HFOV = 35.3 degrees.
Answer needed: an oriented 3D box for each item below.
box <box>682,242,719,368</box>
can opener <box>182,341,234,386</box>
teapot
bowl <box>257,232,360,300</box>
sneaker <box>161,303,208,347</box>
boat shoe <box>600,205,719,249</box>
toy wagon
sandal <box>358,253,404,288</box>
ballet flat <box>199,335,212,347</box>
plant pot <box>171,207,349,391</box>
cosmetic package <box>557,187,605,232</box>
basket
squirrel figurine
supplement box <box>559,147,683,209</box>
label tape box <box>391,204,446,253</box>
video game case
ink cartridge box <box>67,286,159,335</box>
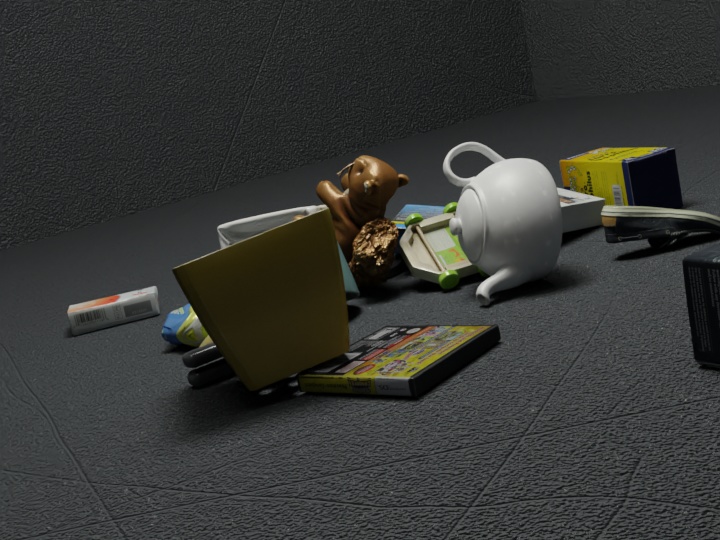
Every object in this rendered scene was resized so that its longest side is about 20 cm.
[{"bbox_3d":[0.473,0.023,1.153,0.199,0.125,0.196,-19,16,-30],"label":"box"},{"bbox_3d":[-0.143,0.106,1.555,0.199,0.054,0.067,-21,14,-31],"label":"can opener"},{"bbox_3d":[0.201,-0.075,1.679,0.145,0.199,0.200,-4,19,-12],"label":"teapot"},{"bbox_3d":[-0.103,-0.004,1.750,0.199,0.106,0.201,-4,-9,-1],"label":"bowl"},{"bbox_3d":[-0.248,0.064,1.804,0.104,0.076,0.200,-7,14,25],"label":"sneaker"},{"bbox_3d":[0.462,-0.064,1.725,0.198,0.063,0.075,2,5,-9],"label":"boat shoe"},{"bbox_3d":[0.165,-0.045,1.812,0.198,0.040,0.156,-16,46,-12],"label":"toy wagon"},{"bbox_3d":[0.000,0.000,1.926,0.199,0.043,0.076,-22,15,-39],"label":"sandal"},{"bbox_3d":[-0.148,0.076,1.670,0.198,0.071,0.071,-10,12,11],"label":"ballet flat"},{"bbox_3d":[-0.114,0.043,1.441,0.199,0.178,0.200,-22,3,-10],"label":"plant pot"},{"bbox_3d":[0.304,-0.106,1.956,0.199,0.052,0.150,-11,20,-43],"label":"cosmetic package"},{"bbox_3d":[-0.132,-0.040,2.011,0.199,0.137,0.123,-9,6,26],"label":"basket"},{"bbox_3d":[0.012,-0.080,1.827,0.141,0.201,0.187,-6,-32,-42],"label":"squirrel figurine"},{"bbox_3d":[0.464,-0.157,2.026,0.108,0.110,0.200,-17,12,-23],"label":"supplement box"},{"bbox_3d":[0.129,-0.062,1.971,0.143,0.064,0.200,4,16,12],"label":"label tape box"},{"bbox_3d":[0.049,0.109,1.413,0.180,0.026,0.199,-3,14,38],"label":"video game case"},{"bbox_3d":[-0.455,0.059,2.104,0.161,0.051,0.200,-14,15,-8],"label":"ink cartridge box"}]
